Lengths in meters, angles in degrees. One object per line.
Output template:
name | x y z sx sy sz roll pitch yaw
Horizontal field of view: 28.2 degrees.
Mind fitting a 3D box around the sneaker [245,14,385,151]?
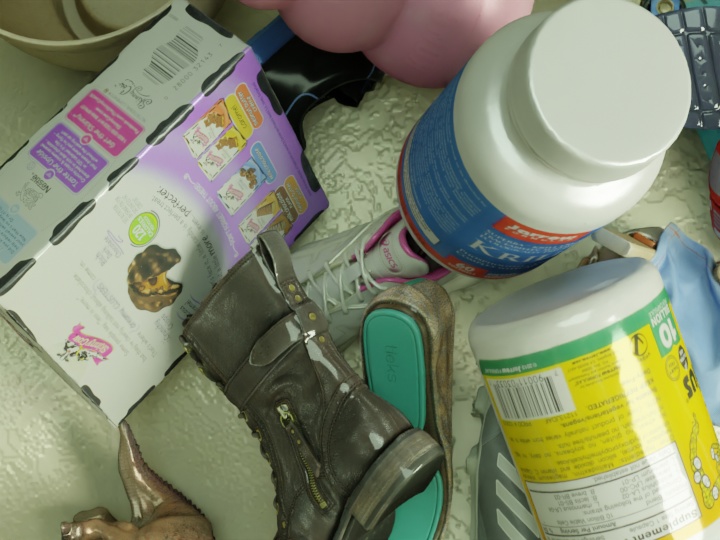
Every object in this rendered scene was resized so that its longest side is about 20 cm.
sneaker | 0.000 -0.163 0.944 0.200 0.070 0.078 -43 94 -5

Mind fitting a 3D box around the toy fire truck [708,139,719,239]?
toy fire truck | 0.293 -0.100 0.822 0.198 0.049 0.142 -16 119 -9

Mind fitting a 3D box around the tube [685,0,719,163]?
tube | 0.248 -0.092 0.922 0.076 0.050 0.202 -11 69 -5

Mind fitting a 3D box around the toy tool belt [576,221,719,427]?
toy tool belt | 0.213 0.048 0.858 0.199 0.123 0.125 38 84 9

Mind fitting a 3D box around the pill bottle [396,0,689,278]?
pill bottle | 0.093 -0.068 0.756 0.111 0.200 0.114 2 78 -11

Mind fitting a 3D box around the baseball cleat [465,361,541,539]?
baseball cleat | 0.110 0.154 0.872 0.105 0.070 0.203 5 90 13

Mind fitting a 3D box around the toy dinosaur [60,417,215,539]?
toy dinosaur | -0.113 0.195 0.876 0.134 0.086 0.202 -2 62 -7

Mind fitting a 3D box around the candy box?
candy box | -0.128 -0.030 0.854 0.071 0.168 0.200 36 75 31

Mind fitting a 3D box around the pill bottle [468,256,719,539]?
pill bottle | 0.142 0.105 0.791 0.112 0.113 0.202 -21 96 -1

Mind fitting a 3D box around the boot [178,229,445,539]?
boot | -0.048 0.094 0.854 0.174 0.069 0.201 47 127 16

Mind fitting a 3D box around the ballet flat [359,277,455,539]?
ballet flat | 0.034 0.096 0.875 0.067 0.067 0.202 14 119 19

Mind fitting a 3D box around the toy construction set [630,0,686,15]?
toy construction set | 0.134 -0.138 0.913 0.130 0.092 0.202 16 96 12

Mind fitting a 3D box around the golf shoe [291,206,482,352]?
golf shoe | 0.000 0.000 0.897 0.198 0.092 0.076 -28 80 -1

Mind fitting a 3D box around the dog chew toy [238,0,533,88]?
dog chew toy | 0.003 -0.178 0.835 0.198 0.124 0.126 8 78 -27

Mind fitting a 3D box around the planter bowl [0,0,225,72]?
planter bowl | -0.159 -0.212 0.920 0.198 0.135 0.203 -2 76 9

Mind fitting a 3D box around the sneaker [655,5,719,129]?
sneaker | 0.239 -0.129 0.874 0.197 0.082 0.075 -9 99 -11
